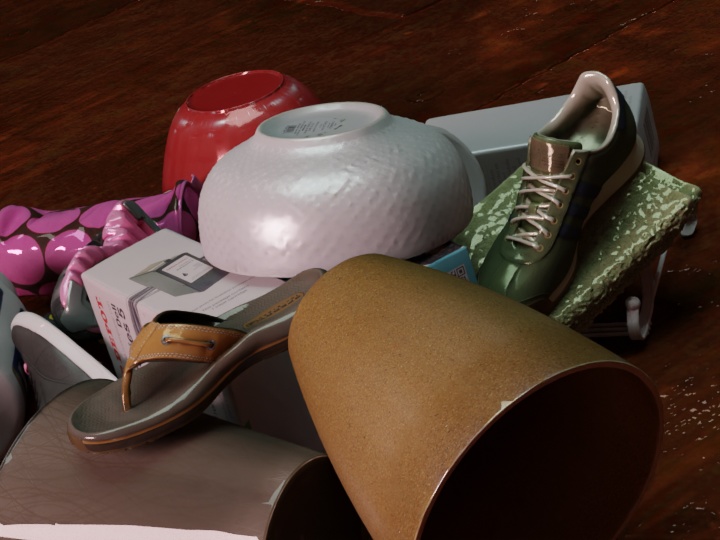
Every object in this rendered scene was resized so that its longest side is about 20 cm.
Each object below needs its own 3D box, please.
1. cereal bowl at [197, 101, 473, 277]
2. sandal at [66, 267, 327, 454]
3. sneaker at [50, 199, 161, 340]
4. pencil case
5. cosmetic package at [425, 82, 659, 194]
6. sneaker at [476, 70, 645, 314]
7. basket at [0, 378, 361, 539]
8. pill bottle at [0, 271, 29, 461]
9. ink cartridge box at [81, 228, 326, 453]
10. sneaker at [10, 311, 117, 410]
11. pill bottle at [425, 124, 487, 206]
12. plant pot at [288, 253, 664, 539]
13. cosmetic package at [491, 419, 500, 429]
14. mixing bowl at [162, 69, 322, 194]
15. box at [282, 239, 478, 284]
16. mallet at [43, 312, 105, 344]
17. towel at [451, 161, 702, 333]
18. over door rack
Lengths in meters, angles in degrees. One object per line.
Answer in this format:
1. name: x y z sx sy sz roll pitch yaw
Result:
1. cereal bowl: -0.021 -0.066 1.422 0.198 0.084 0.200 -7 19 2
2. sandal: -0.101 0.046 1.266 0.199 0.055 0.082 -31 24 -12
3. sneaker: -0.218 0.018 1.652 0.095 0.079 0.200 -37 10 20
4. pencil case: -0.234 -0.031 1.800 0.198 0.091 0.094 -7 61 14
5. cosmetic package: 0.151 -0.096 1.733 0.198 0.075 0.102 -9 25 17
6. sneaker: 0.132 -0.057 1.430 0.067 0.090 0.201 18 59 33
7. basket: -0.110 0.157 1.278 0.198 0.137 0.181 6 39 31
8. pill bottle: -0.316 0.070 1.600 0.110 0.112 0.200 -15 24 0
9. ink cartridge box: -0.102 0.069 1.437 0.084 0.147 0.199 -29 27 -25
10. sneaker: -0.224 0.104 1.474 0.099 0.071 0.200 -51 44 -6
11. pill bottle: 0.005 -0.049 1.634 0.112 0.114 0.199 -30 11 -30
12. plant pot: 0.048 0.081 1.212 0.185 0.188 0.200 -26 44 -24
13. cosmetic package: 0.061 0.086 1.384 0.050 0.083 0.200 -25 25 -22
14. mixing bowl: -0.103 -0.119 1.885 0.198 0.109 0.201 -12 24 5
15. box: 0.000 0.000 1.444 0.082 0.050 0.200 -27 24 -21
16. mallet: -0.199 0.050 1.671 0.066 0.041 0.199 -28 24 -24
17. towel: 0.142 -0.017 1.480 0.200 0.037 0.148 -43 47 -18
18. over door rack: 0.164 -0.012 1.552 0.146 0.067 0.200 -3 27 23
